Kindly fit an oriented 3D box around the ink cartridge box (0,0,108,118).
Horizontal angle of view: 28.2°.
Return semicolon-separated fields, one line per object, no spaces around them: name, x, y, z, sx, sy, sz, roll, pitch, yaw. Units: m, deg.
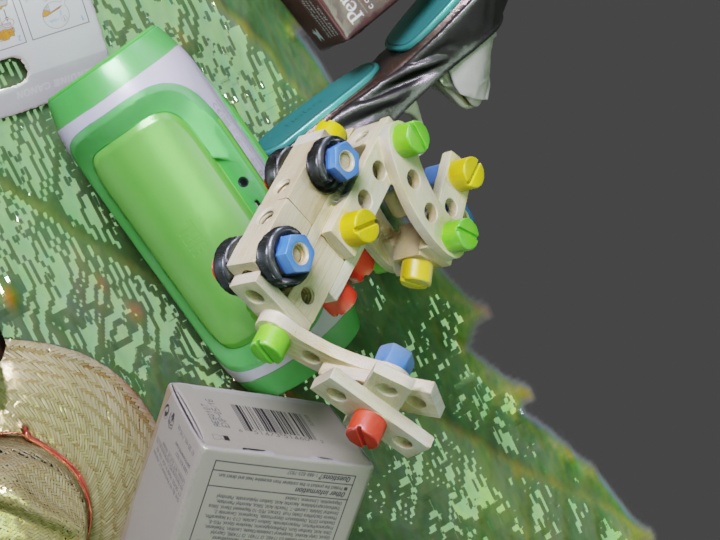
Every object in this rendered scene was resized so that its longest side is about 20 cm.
ink cartridge box;-0.236;-0.177;0.770;0.160;0.050;0.202;-20;117;-13

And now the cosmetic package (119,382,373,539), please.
cosmetic package;-0.077;0.170;0.773;0.103;0.073;0.202;12;109;-28

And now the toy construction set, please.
toy construction set;0.000;0.000;0.737;0.131;0.092;0.201;48;37;-29

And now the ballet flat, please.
ballet flat;0.028;-0.108;0.829;0.200;0.068;0.068;-42;112;2

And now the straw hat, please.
straw hat;-0.194;0.134;0.769;0.199;0.085;0.204;-1;93;-15

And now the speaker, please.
speaker;-0.084;-0.031;0.788;0.088;0.088;0.201;-36;103;-10

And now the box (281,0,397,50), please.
box;0.029;-0.227;0.814;0.200;0.075;0.100;-41;103;-7

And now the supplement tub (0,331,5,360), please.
supplement tub;-0.290;0.048;0.728;0.199;0.107;0.108;-31;100;-11
